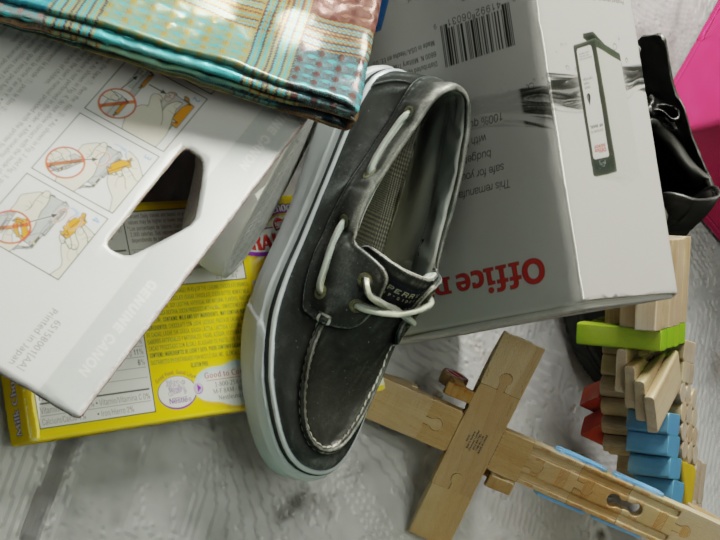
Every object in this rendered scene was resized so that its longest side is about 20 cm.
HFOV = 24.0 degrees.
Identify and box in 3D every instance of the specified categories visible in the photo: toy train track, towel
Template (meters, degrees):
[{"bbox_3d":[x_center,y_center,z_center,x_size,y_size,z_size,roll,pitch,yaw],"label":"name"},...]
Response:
[{"bbox_3d":[0.096,0.100,0.877,0.200,0.033,0.115,24,99,-8],"label":"toy train track"},{"bbox_3d":[-0.087,-0.138,0.721,0.200,0.022,0.147,17,46,-7],"label":"towel"}]

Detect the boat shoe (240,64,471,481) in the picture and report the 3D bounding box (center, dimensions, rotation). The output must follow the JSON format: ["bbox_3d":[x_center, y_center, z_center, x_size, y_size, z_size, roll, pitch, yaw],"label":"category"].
[{"bbox_3d":[0.000,0.000,0.779,0.072,0.071,0.200,16,84,-40],"label":"boat shoe"}]

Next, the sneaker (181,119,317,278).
[{"bbox_3d":[-0.070,-0.101,0.789,0.116,0.074,0.200,22,68,-1],"label":"sneaker"}]

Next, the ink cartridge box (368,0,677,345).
[{"bbox_3d":[0.063,-0.070,0.845,0.084,0.146,0.200,-3,84,-45],"label":"ink cartridge box"}]

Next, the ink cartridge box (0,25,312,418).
[{"bbox_3d":[-0.133,-0.046,0.687,0.174,0.044,0.200,30,57,6],"label":"ink cartridge box"}]

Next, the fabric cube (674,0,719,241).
[{"bbox_3d":[0.335,-0.098,1.045,0.196,0.199,0.200,46,55,-21],"label":"fabric cube"}]

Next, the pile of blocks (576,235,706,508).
[{"bbox_3d":[0.142,0.068,0.911,0.082,0.062,0.200,-47,134,-52],"label":"pile of blocks"}]

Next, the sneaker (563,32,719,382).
[{"bbox_3d":[0.155,-0.023,0.939,0.060,0.104,0.200,-23,96,-41],"label":"sneaker"}]

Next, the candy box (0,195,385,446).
[{"bbox_3d":[-0.077,0.018,0.787,0.200,0.026,0.102,-5,79,-40],"label":"candy box"}]
